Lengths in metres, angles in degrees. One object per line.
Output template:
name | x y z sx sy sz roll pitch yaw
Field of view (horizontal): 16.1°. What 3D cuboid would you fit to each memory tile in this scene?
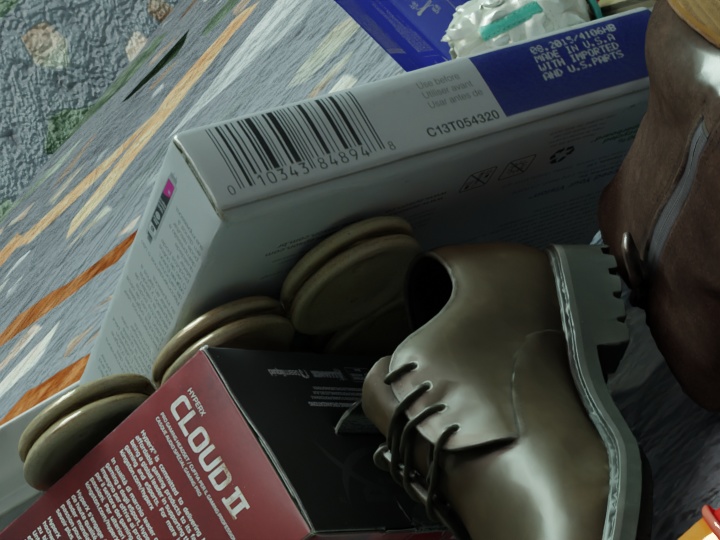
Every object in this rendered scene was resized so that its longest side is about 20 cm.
memory tile | -0.032 0.051 0.898 0.153 0.017 0.200 -31 -23 -2

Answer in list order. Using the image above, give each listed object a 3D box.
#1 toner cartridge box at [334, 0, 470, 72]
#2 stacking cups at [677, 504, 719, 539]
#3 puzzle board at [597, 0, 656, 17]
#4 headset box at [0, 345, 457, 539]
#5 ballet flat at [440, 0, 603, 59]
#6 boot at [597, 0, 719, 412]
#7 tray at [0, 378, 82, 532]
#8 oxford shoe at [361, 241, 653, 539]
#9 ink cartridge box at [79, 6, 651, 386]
toner cartridge box | 0.039 -0.103 1.076 0.043 0.200 0.095 -47 13 -5
stacking cups | 0.062 0.120 0.650 0.200 0.061 0.061 -43 13 8
puzzle board | 0.168 -0.148 0.869 0.151 0.017 0.200 -49 13 -12
headset box | -0.046 0.103 0.861 0.200 0.075 0.148 -42 -23 23
ballet flat | 0.047 -0.048 0.998 0.072 0.071 0.200 -54 -16 -29
boot | 0.138 -0.010 0.751 0.167 0.072 0.201 106 150 -47
tray | -0.101 0.083 0.952 0.199 0.022 0.108 -31 -32 -22
oxford shoe | 0.041 0.062 0.765 0.200 0.084 0.073 -96 16 -56
ink cartridge box | 0.000 0.000 0.906 0.195 0.043 0.200 -18 -25 -31
